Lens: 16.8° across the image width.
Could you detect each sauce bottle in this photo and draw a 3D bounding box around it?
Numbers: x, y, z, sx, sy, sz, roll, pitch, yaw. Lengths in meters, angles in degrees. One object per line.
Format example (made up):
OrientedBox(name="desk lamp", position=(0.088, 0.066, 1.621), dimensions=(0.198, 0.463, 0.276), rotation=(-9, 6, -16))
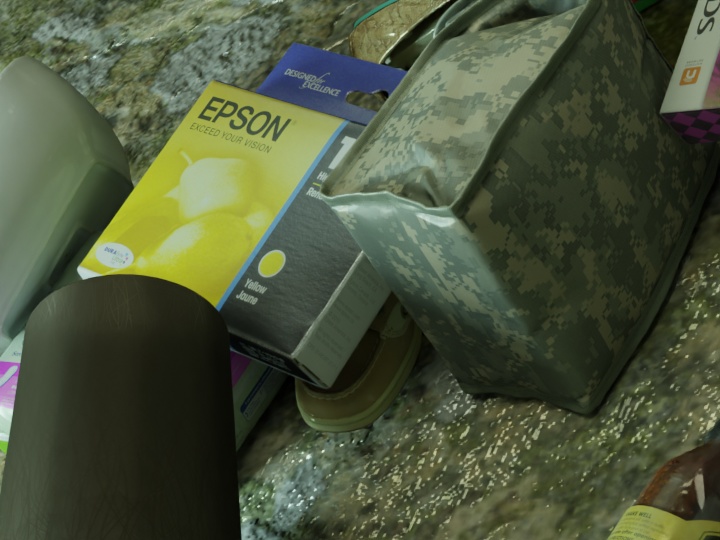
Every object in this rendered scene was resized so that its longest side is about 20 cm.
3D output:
OrientedBox(name="sauce bottle", position=(0.145, 0.131, 1.109), dimensions=(0.066, 0.066, 0.200), rotation=(10, 58, 49))

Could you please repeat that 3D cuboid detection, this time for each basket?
OrientedBox(name="basket", position=(-0.125, 0.114, 1.266), dimensions=(0.136, 0.180, 0.200), rotation=(1, 50, -3))

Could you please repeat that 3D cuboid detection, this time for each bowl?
OrientedBox(name="bowl", position=(-0.217, -0.023, 1.554), dimensions=(0.075, 0.200, 0.200), rotation=(29, 85, 10))

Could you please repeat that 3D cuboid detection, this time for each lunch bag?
OrientedBox(name="lunch bag", position=(0.098, -0.056, 1.290), dimensions=(0.117, 0.164, 0.200), rotation=(8, 54, 47))

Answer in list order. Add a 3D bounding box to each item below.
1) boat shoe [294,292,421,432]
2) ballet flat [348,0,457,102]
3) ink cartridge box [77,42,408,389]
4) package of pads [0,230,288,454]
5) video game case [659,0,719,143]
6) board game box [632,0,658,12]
OrientedBox(name="boat shoe", position=(0.000, 0.000, 1.391), dimensions=(0.073, 0.063, 0.200), rotation=(-1, 52, 20))
OrientedBox(name="ballet flat", position=(0.072, -0.163, 1.523), dimensions=(0.200, 0.070, 0.065), rotation=(-33, 61, 43))
OrientedBox(name="ink cartridge box", position=(-0.039, -0.047, 1.392), dimensions=(0.197, 0.047, 0.200), rotation=(19, 72, 45))
OrientedBox(name="package of pads", position=(-0.129, 0.050, 1.471), dimensions=(0.200, 0.068, 0.155), rotation=(5, 52, 46))
OrientedBox(name="video game case", position=(0.265, -0.154, 1.247), dimensions=(0.200, 0.036, 0.182), rotation=(-2, 58, 44))
OrientedBox(name="board game box", position=(0.163, -0.229, 1.565), dimensions=(0.134, 0.029, 0.200), rotation=(-30, 34, 11))
